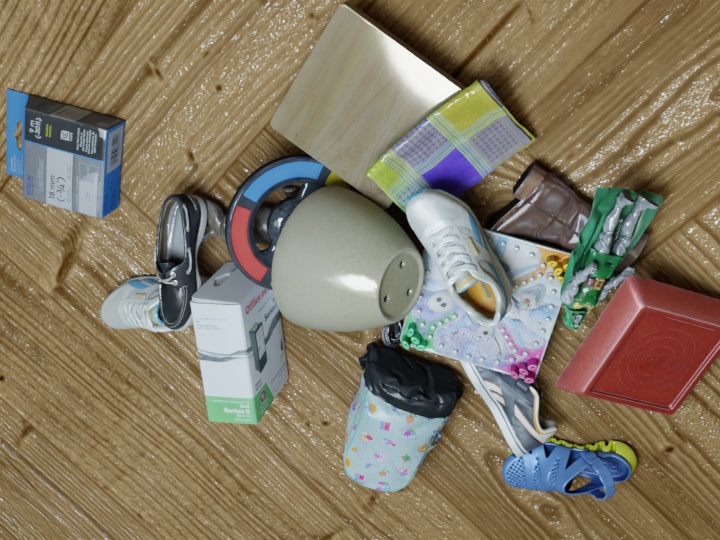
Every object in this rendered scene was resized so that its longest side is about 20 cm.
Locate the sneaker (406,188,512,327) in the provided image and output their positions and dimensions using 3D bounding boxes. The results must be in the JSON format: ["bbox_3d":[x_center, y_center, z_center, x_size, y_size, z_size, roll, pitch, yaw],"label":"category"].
[{"bbox_3d":[0.128,-0.018,1.330,0.076,0.081,0.200,-33,103,24],"label":"sneaker"}]

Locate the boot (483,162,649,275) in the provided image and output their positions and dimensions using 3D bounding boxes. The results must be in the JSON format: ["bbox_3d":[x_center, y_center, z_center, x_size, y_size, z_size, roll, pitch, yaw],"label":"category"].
[{"bbox_3d":[0.268,-0.024,1.408,0.199,0.064,0.187,32,122,-5],"label":"boot"}]

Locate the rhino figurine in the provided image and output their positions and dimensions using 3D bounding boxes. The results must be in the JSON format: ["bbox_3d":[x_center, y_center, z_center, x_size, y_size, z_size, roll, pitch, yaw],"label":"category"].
[{"bbox_3d":[-0.166,-0.075,1.516,0.198,0.060,0.088,1,112,18],"label":"rhino figurine"}]

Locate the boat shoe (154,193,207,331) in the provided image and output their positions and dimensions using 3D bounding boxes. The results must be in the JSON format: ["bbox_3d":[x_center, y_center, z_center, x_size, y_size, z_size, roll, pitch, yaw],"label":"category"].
[{"bbox_3d":[-0.268,-0.012,1.502,0.073,0.060,0.202,13,95,25],"label":"boat shoe"}]

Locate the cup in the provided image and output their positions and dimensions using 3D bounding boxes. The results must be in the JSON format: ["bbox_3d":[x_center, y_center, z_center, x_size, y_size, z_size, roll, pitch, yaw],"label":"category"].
[{"bbox_3d":[0.000,0.000,1.385,0.143,0.200,0.202,20,122,37],"label":"cup"}]

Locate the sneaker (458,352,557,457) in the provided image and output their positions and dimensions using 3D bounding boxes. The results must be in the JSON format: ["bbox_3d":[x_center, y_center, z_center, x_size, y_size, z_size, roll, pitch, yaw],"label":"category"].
[{"bbox_3d":[0.213,0.166,1.502,0.079,0.078,0.201,-30,97,15],"label":"sneaker"}]

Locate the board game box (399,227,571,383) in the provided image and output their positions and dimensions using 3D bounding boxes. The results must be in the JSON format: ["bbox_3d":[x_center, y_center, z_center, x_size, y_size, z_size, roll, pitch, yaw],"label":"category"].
[{"bbox_3d":[0.169,0.045,1.411,0.198,0.026,0.201,15,116,3],"label":"board game box"}]

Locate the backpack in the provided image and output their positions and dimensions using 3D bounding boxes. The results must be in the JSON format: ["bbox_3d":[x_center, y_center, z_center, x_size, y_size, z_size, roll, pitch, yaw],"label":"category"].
[{"bbox_3d":[0.045,0.228,1.555,0.166,0.127,0.201,23,122,2],"label":"backpack"}]

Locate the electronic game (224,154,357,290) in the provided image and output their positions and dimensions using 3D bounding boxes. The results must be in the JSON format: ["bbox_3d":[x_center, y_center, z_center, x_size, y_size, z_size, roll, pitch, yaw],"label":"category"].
[{"bbox_3d":[-0.092,-0.064,1.446,0.199,0.042,0.201,-10,117,-19],"label":"electronic game"}]

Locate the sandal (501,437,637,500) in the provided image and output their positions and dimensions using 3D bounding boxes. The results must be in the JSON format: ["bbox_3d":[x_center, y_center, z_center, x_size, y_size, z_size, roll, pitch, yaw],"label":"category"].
[{"bbox_3d":[0.303,0.297,1.530,0.199,0.087,0.080,-8,113,23],"label":"sandal"}]

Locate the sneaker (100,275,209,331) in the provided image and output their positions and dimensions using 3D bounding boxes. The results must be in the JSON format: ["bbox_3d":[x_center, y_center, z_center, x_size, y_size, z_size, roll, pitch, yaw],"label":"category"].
[{"bbox_3d":[-0.323,0.056,1.606,0.199,0.081,0.077,-11,112,22],"label":"sneaker"}]

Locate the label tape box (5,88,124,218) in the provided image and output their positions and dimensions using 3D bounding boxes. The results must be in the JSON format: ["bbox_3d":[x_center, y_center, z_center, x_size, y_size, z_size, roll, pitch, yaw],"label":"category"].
[{"bbox_3d":[-0.460,-0.175,1.558,0.199,0.063,0.145,15,117,10],"label":"label tape box"}]

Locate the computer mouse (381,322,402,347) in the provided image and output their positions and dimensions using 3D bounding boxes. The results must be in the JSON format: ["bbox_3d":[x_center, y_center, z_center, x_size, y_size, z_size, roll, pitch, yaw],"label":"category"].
[{"bbox_3d":[-0.034,0.050,1.542,0.198,0.044,0.110,7,117,14],"label":"computer mouse"}]

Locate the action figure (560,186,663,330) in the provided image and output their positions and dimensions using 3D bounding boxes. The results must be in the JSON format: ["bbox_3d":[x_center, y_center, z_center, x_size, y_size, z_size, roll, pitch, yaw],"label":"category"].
[{"bbox_3d":[0.310,-0.009,1.335,0.117,0.055,0.201,6,121,-28],"label":"action figure"}]

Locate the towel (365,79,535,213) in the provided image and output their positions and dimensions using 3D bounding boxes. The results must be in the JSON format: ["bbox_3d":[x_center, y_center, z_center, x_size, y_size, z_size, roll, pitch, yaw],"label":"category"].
[{"bbox_3d":[0.118,-0.151,1.353,0.199,0.023,0.144,-35,135,14],"label":"towel"}]

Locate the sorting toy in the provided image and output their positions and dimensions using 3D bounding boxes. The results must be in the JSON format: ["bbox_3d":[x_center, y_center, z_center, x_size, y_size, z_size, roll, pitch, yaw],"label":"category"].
[{"bbox_3d":[0.015,-0.224,1.384,0.198,0.070,0.200,36,120,-1],"label":"sorting toy"}]

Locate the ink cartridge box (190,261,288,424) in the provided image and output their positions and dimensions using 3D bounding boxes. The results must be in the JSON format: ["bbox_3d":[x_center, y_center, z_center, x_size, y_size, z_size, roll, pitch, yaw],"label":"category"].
[{"bbox_3d":[-0.178,0.106,1.554,0.083,0.146,0.201,2,115,17],"label":"ink cartridge box"}]

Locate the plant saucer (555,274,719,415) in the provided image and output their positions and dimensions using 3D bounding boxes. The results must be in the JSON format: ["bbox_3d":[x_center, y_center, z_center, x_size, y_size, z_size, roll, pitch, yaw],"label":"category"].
[{"bbox_3d":[0.394,0.114,1.393,0.198,0.037,0.201,14,121,-22],"label":"plant saucer"}]
